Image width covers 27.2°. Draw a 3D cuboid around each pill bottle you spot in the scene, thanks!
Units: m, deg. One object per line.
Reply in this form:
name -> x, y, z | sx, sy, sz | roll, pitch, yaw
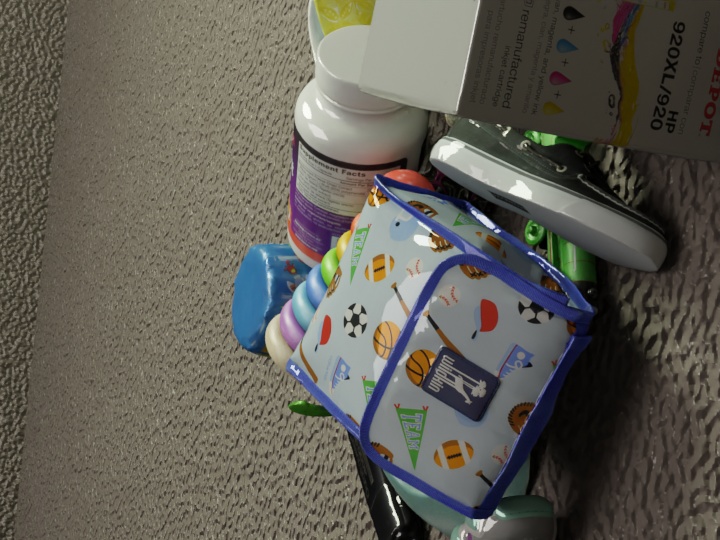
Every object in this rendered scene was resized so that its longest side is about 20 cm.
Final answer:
pill bottle -> -0.002, -0.099, 1.244 | 0.112, 0.111, 0.200 | -106, 16, -44

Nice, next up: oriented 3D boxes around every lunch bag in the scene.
lunch bag -> 0.059, 0.052, 1.041 | 0.200, 0.124, 0.170 | 41, 112, 44

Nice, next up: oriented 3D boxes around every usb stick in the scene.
usb stick -> 0.016, 0.176, 1.342 | 0.200, 0.033, 0.056 | -109, 27, -47

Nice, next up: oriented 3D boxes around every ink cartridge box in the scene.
ink cartridge box -> 0.128, -0.160, 0.949 | 0.145, 0.200, 0.148 | 26, 107, 63

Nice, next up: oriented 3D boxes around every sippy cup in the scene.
sippy cup -> -0.042, 0.031, 1.341 | 0.178, 0.130, 0.140 | -112, 36, -46

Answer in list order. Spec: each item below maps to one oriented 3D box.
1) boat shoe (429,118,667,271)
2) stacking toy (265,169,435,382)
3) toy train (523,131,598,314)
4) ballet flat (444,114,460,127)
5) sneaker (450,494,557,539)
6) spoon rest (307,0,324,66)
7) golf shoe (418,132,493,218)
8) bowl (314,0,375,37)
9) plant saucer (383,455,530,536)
boat shoe -> 0.133, -0.062, 1.029 | 0.200, 0.069, 0.057 | 30, 84, 36
stacking toy -> 0.000, 0.000, 1.202 | 0.200, 0.085, 0.085 | -59, 31, 30
toy train -> 0.148, -0.049, 1.084 | 0.056, 0.042, 0.200 | -27, 58, 51
ballet flat -> 0.081, -0.159, 1.194 | 0.200, 0.062, 0.068 | -103, 22, -69
sneaker -> 0.103, 0.261, 1.062 | 0.200, 0.078, 0.140 | 110, 153, -46
spoon rest -> -0.009, -0.182, 1.355 | 0.061, 0.099, 0.200 | -4, 95, 29
golf shoe -> 0.057, -0.020, 1.248 | 0.092, 0.072, 0.200 | -155, 74, -66
bowl -> 0.043, -0.260, 1.282 | 0.107, 0.200, 0.201 | -6, 73, 23
plant saucer -> 0.053, 0.121, 1.173 | 0.201, 0.039, 0.201 | 21, 116, 51
